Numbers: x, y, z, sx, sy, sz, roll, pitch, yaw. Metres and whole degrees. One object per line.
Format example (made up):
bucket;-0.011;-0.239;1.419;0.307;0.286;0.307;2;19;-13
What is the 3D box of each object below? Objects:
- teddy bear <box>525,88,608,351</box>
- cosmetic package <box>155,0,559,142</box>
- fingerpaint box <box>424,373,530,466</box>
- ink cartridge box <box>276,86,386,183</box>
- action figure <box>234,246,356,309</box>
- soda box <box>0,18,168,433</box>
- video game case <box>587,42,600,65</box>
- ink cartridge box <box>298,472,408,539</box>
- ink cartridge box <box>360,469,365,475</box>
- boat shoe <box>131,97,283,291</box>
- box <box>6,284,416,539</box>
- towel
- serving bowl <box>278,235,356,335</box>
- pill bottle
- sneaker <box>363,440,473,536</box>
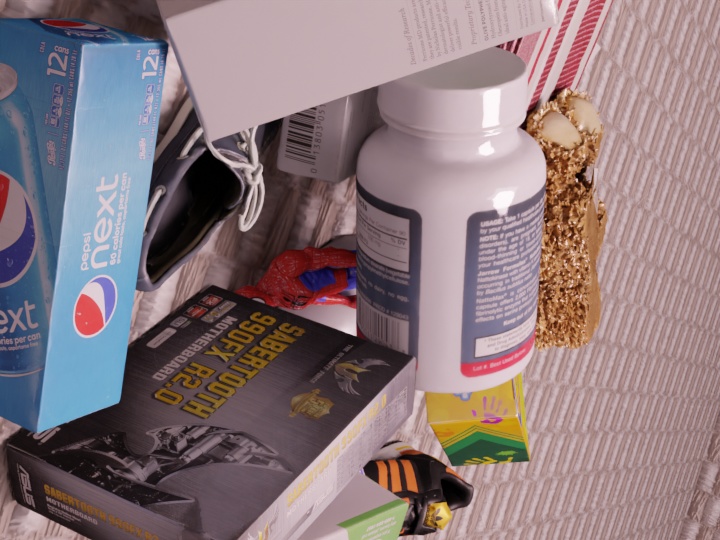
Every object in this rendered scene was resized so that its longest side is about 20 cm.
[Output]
teddy bear;0.148;-0.040;1.025;0.145;0.067;0.200;-59;147;-47
cosmetic package;-0.009;-0.158;0.715;0.108;0.200;0.085;-110;-179;-47
fingerpaint box;0.090;0.045;1.093;0.167;0.073;0.200;62;23;-69
ink cartridge box;0.014;-0.159;0.888;0.200;0.047;0.160;-39;140;-62
action figure;0.000;0.000;0.957;0.200;0.052;0.065;-13;157;-25
soda box;-0.155;-0.025;0.685;0.068;0.064;0.200;-18;121;-59
video game case;0.102;-0.145;1.080;0.181;0.036;0.200;-54;154;7
ink cartridge box;-0.063;0.241;0.909;0.145;0.084;0.200;-10;121;-54
ink cartridge box;-0.081;0.181;0.962;0.200;0.043;0.198;-46;145;-25
boat shoe;-0.093;-0.055;0.790;0.200;0.062;0.075;-47;139;-45
box;-0.083;0.094;0.798;0.200;0.158;0.048;-41;140;-46
towel;0.132;-0.154;0.977;0.200;0.023;0.144;-28;143;-60
serving bowl;-0.004;0.077;1.051;0.200;0.066;0.200;-44;143;-45
pill bottle;0.056;-0.035;0.845;0.120;0.119;0.200;-38;136;-49
sneaker;0.032;0.203;1.171;0.200;0.090;0.070;-14;119;-61
